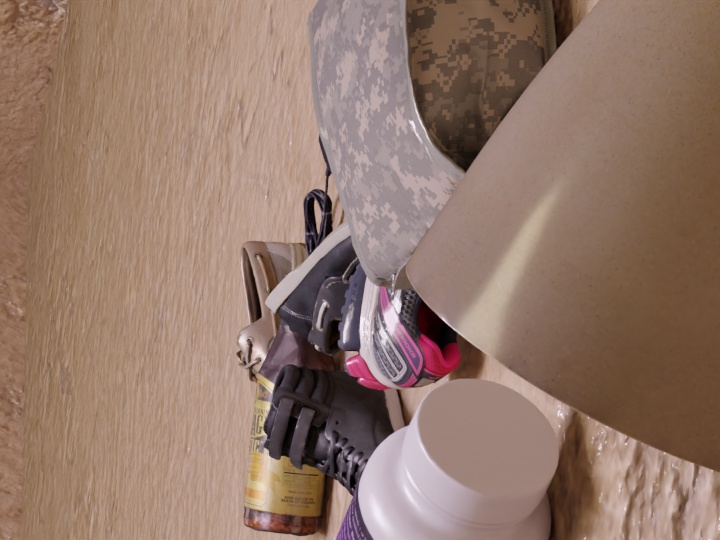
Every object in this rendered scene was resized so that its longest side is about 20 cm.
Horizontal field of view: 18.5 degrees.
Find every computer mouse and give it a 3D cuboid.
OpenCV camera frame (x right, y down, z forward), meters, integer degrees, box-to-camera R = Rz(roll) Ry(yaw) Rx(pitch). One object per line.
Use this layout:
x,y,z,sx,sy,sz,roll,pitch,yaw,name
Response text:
-0.014,-0.074,1.746,0.201,0.034,0.059,106,147,-50,computer mouse

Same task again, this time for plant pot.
0.143,-0.049,0.876,0.201,0.186,0.187,-64,20,15,plant pot

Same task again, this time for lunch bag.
0.046,-0.103,1.329,0.164,0.117,0.201,129,140,-60,lunch bag

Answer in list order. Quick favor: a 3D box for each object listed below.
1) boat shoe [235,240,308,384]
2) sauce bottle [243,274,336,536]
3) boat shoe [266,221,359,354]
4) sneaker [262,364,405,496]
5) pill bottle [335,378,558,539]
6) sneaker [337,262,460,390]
-0.073,0.067,1.827,0.072,0.064,0.201,122,151,-59,boat shoe
-0.052,0.105,1.735,0.066,0.065,0.202,177,100,-75,sauce bottle
0.000,0.000,1.587,0.068,0.072,0.200,52,147,6,boat shoe
-0.014,0.129,1.508,0.200,0.098,0.071,-113,35,-60,sneaker
0.043,0.157,1.251,0.201,0.111,0.112,110,160,-43,pill bottle
0.042,-0.022,1.429,0.074,0.080,0.202,-6,77,46,sneaker
